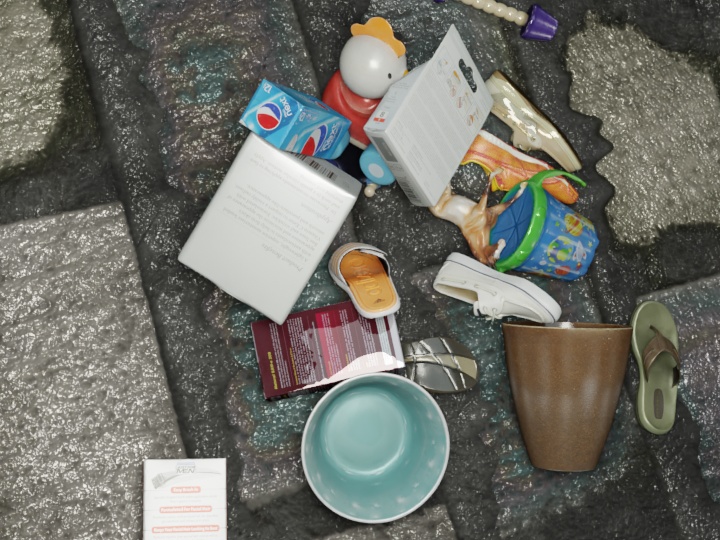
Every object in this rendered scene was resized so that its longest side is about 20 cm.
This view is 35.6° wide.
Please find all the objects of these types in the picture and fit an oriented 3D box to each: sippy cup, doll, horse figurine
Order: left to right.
[{"bbox_3d":[-0.034,-0.153,1.649,0.199,0.049,0.137,-35,76,-19],"label":"doll"},{"bbox_3d":[0.151,-0.109,1.657,0.199,0.050,0.133,33,105,18],"label":"horse figurine"},{"bbox_3d":[0.276,-0.048,1.661,0.129,0.178,0.141,20,44,-19],"label":"sippy cup"}]

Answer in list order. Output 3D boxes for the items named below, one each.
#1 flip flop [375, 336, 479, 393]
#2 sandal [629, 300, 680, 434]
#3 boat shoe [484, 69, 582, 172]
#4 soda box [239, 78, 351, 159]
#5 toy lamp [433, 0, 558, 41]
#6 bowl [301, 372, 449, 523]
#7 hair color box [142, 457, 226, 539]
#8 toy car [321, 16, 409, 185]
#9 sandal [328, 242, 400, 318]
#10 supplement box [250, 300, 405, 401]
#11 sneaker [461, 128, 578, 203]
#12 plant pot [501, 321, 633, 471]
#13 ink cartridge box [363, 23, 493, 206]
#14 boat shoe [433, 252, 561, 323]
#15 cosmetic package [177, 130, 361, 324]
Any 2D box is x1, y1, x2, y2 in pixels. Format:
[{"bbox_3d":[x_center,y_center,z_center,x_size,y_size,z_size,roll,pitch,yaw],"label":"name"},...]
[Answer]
[{"bbox_3d":[0.070,0.144,1.603,0.198,0.058,0.082,-8,77,1],"label":"flip flop"},{"bbox_3d":[0.454,0.144,1.688,0.079,0.057,0.203,2,76,-13],"label":"sandal"},{"bbox_3d":[0.260,-0.218,1.732,0.200,0.072,0.065,45,106,-4],"label":"boat shoe"},{"bbox_3d":[-0.082,-0.195,1.468,0.068,0.200,0.065,34,101,13],"label":"soda box"},{"bbox_3d":[0.216,-0.414,1.769,0.198,0.058,0.059,21,73,-8],"label":"toy lamp"},{"bbox_3d":[0.012,0.229,1.523,0.198,0.105,0.203,-1,95,-10],"label":"bowl"},{"bbox_3d":[-0.232,0.351,1.474,0.110,0.064,0.202,1,78,-12],"label":"hair color box"},{"bbox_3d":[0.032,-0.265,1.582,0.176,0.201,0.185,26,55,12],"label":"toy car"},{"bbox_3d":[0.008,-0.002,1.549,0.078,0.207,0.060,-15,116,-11],"label":"sandal"},{"bbox_3d":[-0.044,0.108,1.554,0.198,0.061,0.110,-11,77,-2],"label":"supplement box"},{"bbox_3d":[0.239,-0.145,1.713,0.198,0.073,0.078,26,94,-2],"label":"sneaker"},{"bbox_3d":[0.290,0.177,1.591,0.185,0.187,0.203,2,90,-13],"label":"plant pot"},{"bbox_3d":[0.099,-0.217,1.563,0.163,0.050,0.201,52,58,-42],"label":"ink cartridge box"},{"bbox_3d":[0.191,0.041,1.607,0.199,0.071,0.070,26,68,30],"label":"boat shoe"},{"bbox_3d":[-0.117,-0.067,1.512,0.164,0.165,0.201,32,101,-4],"label":"cosmetic package"}]
